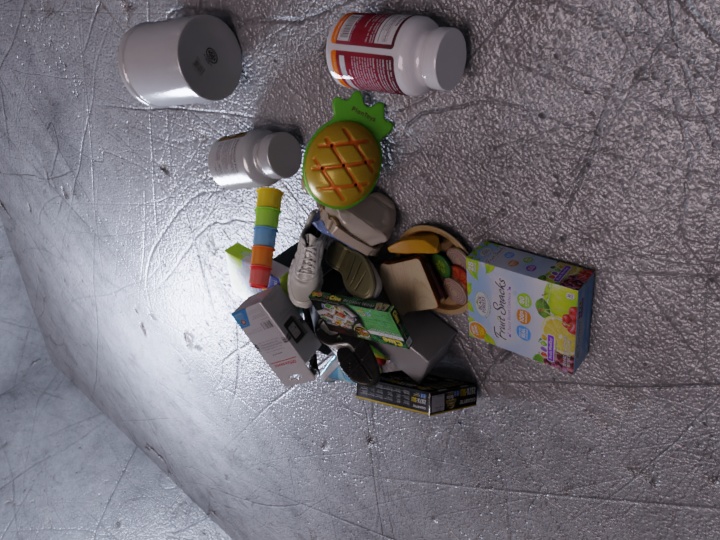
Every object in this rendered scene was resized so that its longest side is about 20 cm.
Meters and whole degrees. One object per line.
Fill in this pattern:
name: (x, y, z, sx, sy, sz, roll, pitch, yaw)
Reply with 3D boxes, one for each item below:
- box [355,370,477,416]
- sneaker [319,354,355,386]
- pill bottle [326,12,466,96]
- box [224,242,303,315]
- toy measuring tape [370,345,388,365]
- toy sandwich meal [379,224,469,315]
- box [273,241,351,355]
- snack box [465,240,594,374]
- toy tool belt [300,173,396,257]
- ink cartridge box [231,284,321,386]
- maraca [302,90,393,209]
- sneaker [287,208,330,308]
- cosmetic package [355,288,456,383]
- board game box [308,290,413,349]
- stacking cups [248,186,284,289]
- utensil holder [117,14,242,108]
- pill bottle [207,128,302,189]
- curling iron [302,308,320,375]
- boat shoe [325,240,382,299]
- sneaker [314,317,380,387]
box: (0.112, 0.244, 1.295, 0.198, 0.158, 0.050, 3, 92, 44)
sneaker: (-0.020, 0.250, 1.506, 0.130, 0.080, 0.200, 38, 151, 4)
pill bottle: (0.053, -0.324, 0.960, 0.198, 0.113, 0.114, 20, 132, 35)
box: (-0.205, 0.029, 1.378, 0.198, 0.048, 0.123, 24, 134, 33)
toy measuring tape: (0.065, 0.172, 1.353, 0.199, 0.073, 0.074, 9, 125, 48)
toy sandwich meal: (0.123, 0.010, 1.176, 0.204, 0.070, 0.207, 27, 135, 30)
box: (-0.106, 0.060, 1.424, 0.147, 0.107, 0.202, 21, 132, 35)
snack box: (0.276, 0.059, 1.059, 0.198, 0.067, 0.171, 19, 132, 38)
toy tool belt: (-0.036, -0.102, 1.209, 0.198, 0.126, 0.123, 31, 147, -3)
ink cartridge box: (-0.164, 0.139, 1.332, 0.115, 0.067, 0.201, -20, 110, 44)
maraca: (-0.023, -0.205, 1.103, 0.136, 0.107, 0.202, 22, 99, -12)
sneaker: (-0.103, -0.027, 1.269, 0.074, 0.203, 0.081, 9, 166, 1)
cosmetic package: (0.080, 0.115, 1.275, 0.200, 0.106, 0.091, 41, 141, 18)
board game box: (-0.001, 0.092, 1.213, 0.198, 0.024, 0.106, 9, 138, 38)
stacking cups: (-0.196, -0.066, 1.297, 0.060, 0.060, 0.203, -10, 70, 49)
utensil holder: (-0.357, -0.417, 1.276, 0.198, 0.170, 0.172, 8, 124, 39)
pill bottle: (-0.216, -0.229, 1.310, 0.198, 0.114, 0.116, 3, 121, 45)
curling iron: (-0.106, 0.148, 1.379, 0.050, 0.025, 0.202, -116, 20, -57)
boat shoe: (0.000, 0.000, 1.256, 0.075, 0.068, 0.200, -61, 34, 14)
sneaker: (-0.005, 0.175, 1.317, 0.200, 0.076, 0.115, 44, -179, 40)
